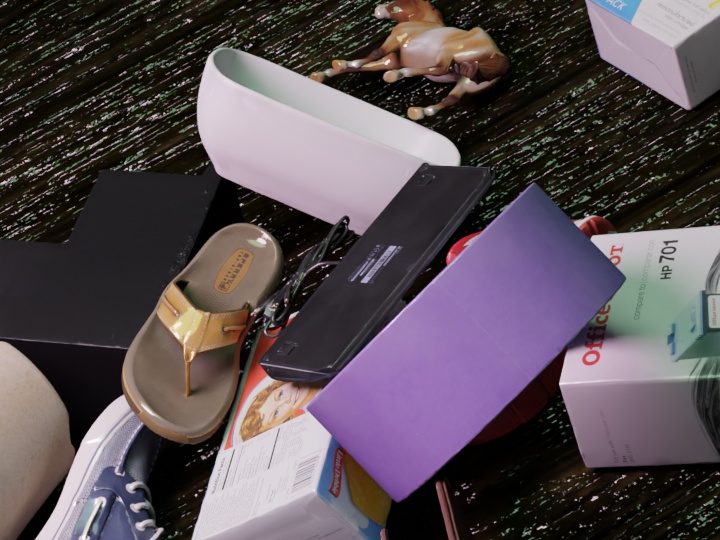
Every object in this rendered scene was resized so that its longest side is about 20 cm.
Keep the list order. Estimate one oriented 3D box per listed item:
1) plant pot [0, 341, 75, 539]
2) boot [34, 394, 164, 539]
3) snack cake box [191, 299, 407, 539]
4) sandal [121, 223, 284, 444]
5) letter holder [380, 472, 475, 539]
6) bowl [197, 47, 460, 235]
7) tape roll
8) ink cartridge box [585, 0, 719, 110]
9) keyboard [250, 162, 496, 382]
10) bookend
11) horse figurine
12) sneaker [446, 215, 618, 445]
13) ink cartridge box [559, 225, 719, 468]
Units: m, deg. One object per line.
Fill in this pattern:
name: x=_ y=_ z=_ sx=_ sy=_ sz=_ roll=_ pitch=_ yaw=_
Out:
plant pot: x=-0.299 y=0.142 z=1.655 sx=0.200 sy=0.201 sz=0.183 roll=10 pitch=38 yaw=33
boot: x=-0.158 y=0.176 z=1.638 sx=0.090 sy=0.073 sz=0.200 roll=11 pitch=58 yaw=25
snack cake box: x=-0.030 y=0.110 z=1.617 sx=0.115 sy=0.067 sz=0.200 roll=-27 pitch=32 yaw=35
sandal: x=-0.105 y=0.032 z=1.663 sx=0.080 sy=0.054 sz=0.200 roll=23 pitch=50 yaw=4
letter holder: x=0.039 y=0.236 z=1.410 sx=0.100 sy=0.142 sz=0.200 roll=-19 pitch=40 yaw=3
bowl: x=-0.031 y=-0.090 z=1.781 sx=0.199 sy=0.075 sz=0.200 roll=23 pitch=12 yaw=-4
tape roll: x=0.065 y=0.045 z=1.499 sx=0.085 sy=0.200 sz=0.200 roll=46 pitch=67 yaw=2
ink cartridge box: x=0.287 y=-0.220 z=1.870 sx=0.200 sy=0.068 sz=0.115 roll=-35 pitch=41 yaw=-15
keyboard: x=0.000 y=0.000 z=1.635 sx=0.127 sy=0.021 sz=0.200 roll=6 pitch=48 yaw=49
bookend: x=-0.208 y=0.013 z=1.792 sx=0.199 sy=0.092 sz=0.199 roll=4 pitch=45 yaw=16
horse figurine: x=0.054 y=-0.168 z=1.924 sx=0.132 sy=0.050 sz=0.200 roll=-24 pitch=27 yaw=-31
sneaker: x=0.090 y=0.040 z=1.684 sx=0.200 sy=0.079 sz=0.115 roll=-45 pitch=29 yaw=-27
ink cartridge box: x=0.242 y=0.047 z=1.577 sx=0.199 sy=0.086 sz=0.147 roll=-3 pitch=43 yaw=20
